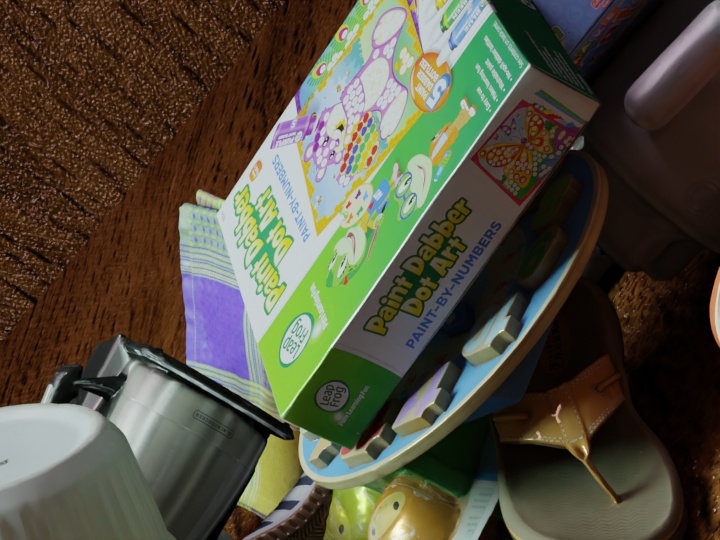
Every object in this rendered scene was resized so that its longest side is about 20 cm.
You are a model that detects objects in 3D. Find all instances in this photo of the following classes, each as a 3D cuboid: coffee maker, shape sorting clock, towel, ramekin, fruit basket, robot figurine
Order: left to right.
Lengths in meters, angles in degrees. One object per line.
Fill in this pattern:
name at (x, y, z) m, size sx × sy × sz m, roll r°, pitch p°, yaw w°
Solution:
ramekin at (-0.194, 0.137, 1.199) m, size 0.202 × 0.094 × 0.202 m, roll -11°, pitch 13°, yaw 3°
coffee maker at (-0.142, 0.153, 1.398) m, size 0.200 × 0.135 × 0.192 m, roll -60°, pitch -5°, yaw -9°
towel at (-0.075, 0.059, 1.523) m, size 0.144 × 0.023 × 0.200 m, roll 23°, pitch 117°, yaw 53°
fruit basket at (0.008, 0.147, 1.181) m, size 0.200 × 0.094 × 0.185 m, roll -59°, pitch 14°, yaw -16°
shape sorting clock at (0.040, 0.020, 1.116) m, size 0.200 × 0.039 × 0.200 m, roll -44°, pitch 21°, yaw 22°
robot figurine at (0.184, -0.087, 1.153) m, size 0.200 × 0.113 × 0.170 m, roll -50°, pitch -21°, yaw 15°

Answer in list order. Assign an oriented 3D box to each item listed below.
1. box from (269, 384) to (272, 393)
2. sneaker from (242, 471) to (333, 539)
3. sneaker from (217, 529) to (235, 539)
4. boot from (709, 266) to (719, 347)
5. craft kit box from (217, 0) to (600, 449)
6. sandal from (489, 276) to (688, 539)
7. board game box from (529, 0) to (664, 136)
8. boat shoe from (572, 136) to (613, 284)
box at (0.000, 0.000, 1.329) m, size 0.200 × 0.122 × 0.048 m, roll 87°, pitch 173°, yaw -62°
sneaker at (-0.019, 0.135, 1.366) m, size 0.200 × 0.070 × 0.109 m, roll -53°, pitch 7°, yaw 13°
sneaker at (-0.118, 0.204, 1.505) m, size 0.105 × 0.075 × 0.200 m, roll -48°, pitch 16°, yaw -4°
boot at (0.197, -0.018, 1.026) m, size 0.200 × 0.075 × 0.107 m, roll -50°, pitch 6°, yaw -32°
craft kit box at (0.014, -0.049, 1.110) m, size 0.198 × 0.048 × 0.200 m, roll -58°, pitch 25°, yaw 19°
sandal at (0.092, 0.059, 1.073) m, size 0.080 × 0.054 × 0.200 m, roll -17°, pitch 38°, yaw 8°
board game box at (0.123, -0.122, 1.196) m, size 0.151 × 0.037 × 0.200 m, roll -51°, pitch -11°, yaw 25°
boat shoe at (0.127, -0.041, 1.323) m, size 0.200 × 0.067 × 0.057 m, roll -53°, pitch -4°, yaw -15°
